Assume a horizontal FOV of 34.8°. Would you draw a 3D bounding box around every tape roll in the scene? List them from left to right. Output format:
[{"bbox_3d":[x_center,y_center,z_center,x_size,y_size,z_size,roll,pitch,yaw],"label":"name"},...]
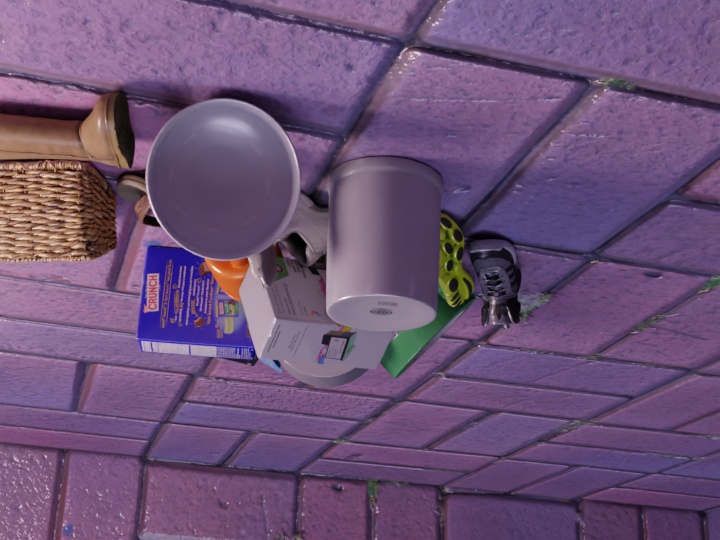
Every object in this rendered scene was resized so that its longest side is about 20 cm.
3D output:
[{"bbox_3d":[-0.057,0.092,1.951,0.197,0.203,0.066,1,160,3],"label":"tape roll"},{"bbox_3d":[0.115,0.102,1.994,0.048,0.200,0.201,45,158,7],"label":"tape roll"}]

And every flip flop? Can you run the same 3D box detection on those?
[{"bbox_3d":[-0.286,-0.087,1.643,0.199,0.058,0.081,22,174,38],"label":"flip flop"}]

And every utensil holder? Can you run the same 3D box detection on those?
[{"bbox_3d":[0.032,-0.033,1.622,0.167,0.203,0.170,2,160,1],"label":"utensil holder"}]

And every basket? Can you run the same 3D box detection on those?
[{"bbox_3d":[-0.465,-0.097,1.701,0.197,0.151,0.143,-2,-168,10],"label":"basket"}]

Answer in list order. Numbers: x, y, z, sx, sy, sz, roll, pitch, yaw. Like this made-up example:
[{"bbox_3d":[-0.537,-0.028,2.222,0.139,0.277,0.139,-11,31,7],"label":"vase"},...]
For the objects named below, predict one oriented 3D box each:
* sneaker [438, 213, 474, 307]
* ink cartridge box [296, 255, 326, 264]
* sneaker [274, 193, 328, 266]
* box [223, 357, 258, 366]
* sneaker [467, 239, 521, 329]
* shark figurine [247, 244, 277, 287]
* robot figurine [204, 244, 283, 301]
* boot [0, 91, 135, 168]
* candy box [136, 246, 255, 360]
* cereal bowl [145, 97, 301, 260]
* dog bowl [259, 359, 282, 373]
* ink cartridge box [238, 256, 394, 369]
[{"bbox_3d":[0.123,-0.018,1.813,0.083,0.074,0.201,37,159,35],"label":"sneaker"},{"bbox_3d":[0.000,0.000,1.871,0.197,0.084,0.147,0,159,3],"label":"ink cartridge box"},{"bbox_3d":[-0.064,-0.047,1.733,0.198,0.101,0.078,16,155,-32],"label":"sneaker"},{"bbox_3d":[-0.242,0.105,2.162,0.139,0.080,0.200,17,157,-10],"label":"box"},{"bbox_3d":[0.224,0.027,1.876,0.074,0.115,0.200,-5,158,18],"label":"sneaker"},{"bbox_3d":[-0.167,-0.091,1.562,0.089,0.128,0.215,-39,100,26],"label":"shark figurine"},{"bbox_3d":[-0.181,-0.020,1.797,0.142,0.118,0.200,-6,157,4],"label":"robot figurine"},{"bbox_3d":[-0.398,-0.180,1.476,0.197,0.067,0.175,5,158,-4],"label":"boot"},{"bbox_3d":[-0.267,0.055,1.920,0.197,0.171,0.077,5,155,-6],"label":"candy box"},{"bbox_3d":[-0.177,-0.115,1.464,0.197,0.203,0.083,7,-178,-14],"label":"cereal bowl"},{"bbox_3d":[-0.146,0.122,2.176,0.049,0.113,0.200,20,156,-9],"label":"dog bowl"},{"bbox_3d":[-0.066,0.062,1.709,0.198,0.146,0.085,8,127,-27],"label":"ink cartridge box"}]
